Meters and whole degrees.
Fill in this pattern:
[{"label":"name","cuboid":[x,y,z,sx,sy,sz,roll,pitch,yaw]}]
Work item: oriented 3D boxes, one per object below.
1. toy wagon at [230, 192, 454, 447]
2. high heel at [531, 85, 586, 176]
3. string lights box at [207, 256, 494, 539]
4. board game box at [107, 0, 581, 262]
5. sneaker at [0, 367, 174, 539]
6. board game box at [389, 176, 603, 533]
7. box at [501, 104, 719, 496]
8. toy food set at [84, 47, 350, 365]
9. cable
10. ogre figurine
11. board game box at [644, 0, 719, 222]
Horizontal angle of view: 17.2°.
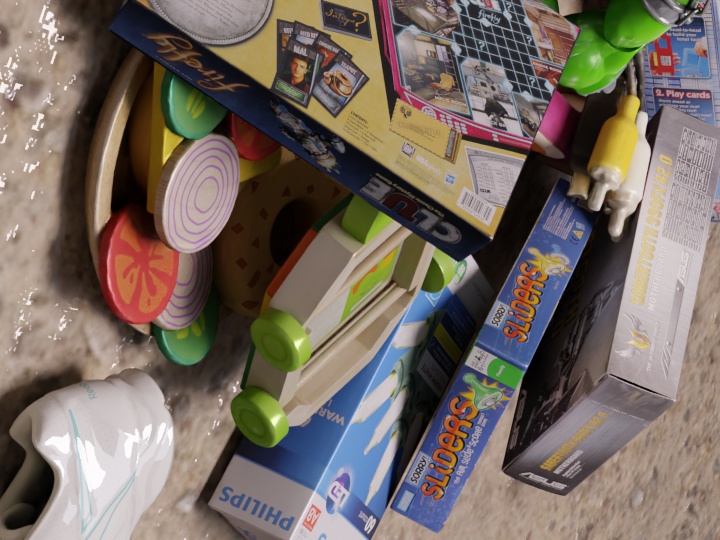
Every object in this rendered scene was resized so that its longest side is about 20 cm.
[{"label":"toy wagon","cuboid":[0.000,0.000,1.218,0.155,0.040,0.200,-42,161,-34]},{"label":"high heel","cuboid":[0.126,-0.115,1.455,0.200,0.067,0.096,22,93,-63]},{"label":"string lights box","cuboid":[-0.003,0.071,1.362,0.201,0.059,0.103,-63,154,-12]},{"label":"board game box","cuboid":[-0.003,-0.113,1.121,0.035,0.200,0.136,-36,-155,56]},{"label":"sneaker","cuboid":[-0.148,0.146,1.171,0.080,0.070,0.201,-7,111,-41]},{"label":"board game box","cuboid":[0.084,0.047,1.420,0.136,0.034,0.200,-65,176,34]},{"label":"box","cuboid":[0.157,0.021,1.478,0.158,0.048,0.201,127,-18,-58]},{"label":"toy food set","cuboid":[-0.068,-0.052,1.191,0.198,0.049,0.201,-27,130,-50]},{"label":"cable","cuboid":[0.167,-0.114,1.421,0.097,0.050,0.201,47,60,-70]},{"label":"ogre figurine","cuboid":[0.086,-0.158,1.266,0.120,0.199,0.098,106,-16,-44]},{"label":"board game box","cuboid":[0.223,-0.170,1.544,0.200,0.061,0.201,67,33,-52]}]
